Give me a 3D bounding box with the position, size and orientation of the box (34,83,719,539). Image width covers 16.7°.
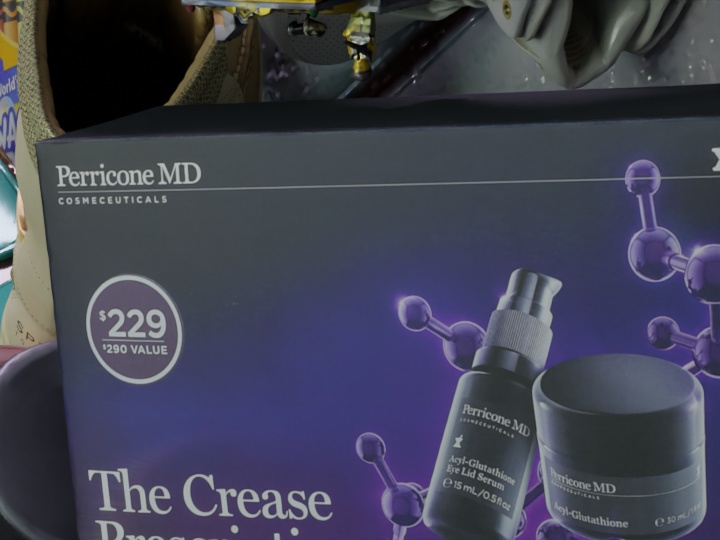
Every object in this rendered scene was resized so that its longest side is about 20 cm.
[{"bbox_3d":[0.023,0.025,0.657,0.200,0.079,0.141,-1,98,24],"label":"box"}]

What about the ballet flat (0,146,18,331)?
[{"bbox_3d":[-0.124,0.018,0.922,0.200,0.068,0.072,43,154,42],"label":"ballet flat"}]

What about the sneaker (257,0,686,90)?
[{"bbox_3d":[0.032,-0.094,0.744,0.200,0.074,0.116,-46,50,47],"label":"sneaker"}]

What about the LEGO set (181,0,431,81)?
[{"bbox_3d":[0.001,-0.098,0.609,0.200,0.154,0.116,3,104,23],"label":"LEGO set"}]

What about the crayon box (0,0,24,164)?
[{"bbox_3d":[-0.108,-0.086,0.985,0.126,0.052,0.200,-2,89,57],"label":"crayon box"}]

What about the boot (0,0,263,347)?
[{"bbox_3d":[-0.071,-0.072,0.821,0.155,0.073,0.200,103,-176,-54],"label":"boot"}]

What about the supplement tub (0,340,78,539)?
[{"bbox_3d":[-0.130,0.090,0.800,0.200,0.107,0.107,-39,59,51],"label":"supplement tub"}]
